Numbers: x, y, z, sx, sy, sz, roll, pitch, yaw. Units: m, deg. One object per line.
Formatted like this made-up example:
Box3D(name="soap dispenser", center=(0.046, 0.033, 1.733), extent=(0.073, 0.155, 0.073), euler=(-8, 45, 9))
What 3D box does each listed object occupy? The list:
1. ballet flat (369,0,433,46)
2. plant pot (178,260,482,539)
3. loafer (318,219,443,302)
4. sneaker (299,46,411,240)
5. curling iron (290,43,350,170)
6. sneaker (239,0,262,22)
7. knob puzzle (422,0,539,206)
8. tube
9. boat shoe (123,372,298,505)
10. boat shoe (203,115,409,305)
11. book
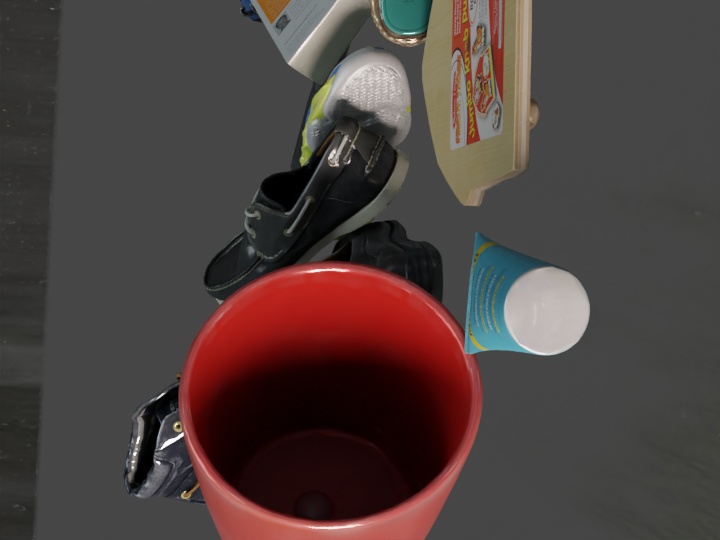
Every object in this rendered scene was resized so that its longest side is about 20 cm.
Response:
Box3D(name="ballet flat", center=(0.034, -0.255, 1.708), extent=(0.065, 0.070, 0.201), euler=(-100, 17, -88))
Box3D(name="plant pot", center=(-0.024, 0.124, 1.650), extent=(0.178, 0.199, 0.201), euler=(96, 168, -56))
Box3D(name="loafer", center=(0.000, 0.000, 1.773), extent=(0.200, 0.072, 0.073), euler=(-173, 84, -76))
Box3D(name="sneaker", center=(-0.013, -0.117, 1.835), extent=(0.200, 0.075, 0.105), euler=(109, 158, -50))
Box3D(name="curling iron", center=(-0.029, -0.162, 1.991), extent=(0.050, 0.025, 0.201), euler=(48, 139, 38))
Box3D(name="sneaker", center=(-0.063, -0.247, 2.081), extent=(0.200, 0.078, 0.090), euler=(-107, 13, -68))
Box3D(name="knob puzzle", center=(0.080, -0.139, 1.571), extent=(0.220, 0.030, 0.221), euler=(-178, 90, -75))
Box3D(name="tube", center=(0.089, 0.018, 1.497), extent=(0.200, 0.050, 0.078), euler=(-168, 88, -80))
Box3D(name="boat shoe", center=(-0.099, 0.086, 1.749), extent=(0.071, 0.090, 0.201), euler=(55, 131, 47))
Box3D(name="boat shoe", center=(-0.052, -0.043, 1.791), extent=(0.200, 0.067, 0.072), euler=(-37, 32, 36))
Box3D(name="book", center=(-0.024, -0.236, 1.872), extent=(0.134, 0.048, 0.200), euler=(-52, 25, 14))
